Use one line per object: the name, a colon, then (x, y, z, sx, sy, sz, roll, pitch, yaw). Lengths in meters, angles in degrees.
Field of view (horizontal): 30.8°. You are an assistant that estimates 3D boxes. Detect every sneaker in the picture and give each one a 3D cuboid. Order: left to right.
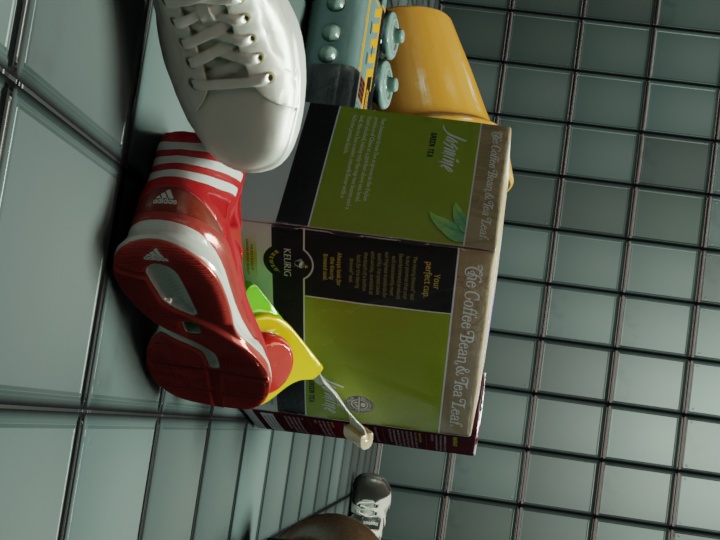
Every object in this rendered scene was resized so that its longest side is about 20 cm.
sneaker: (-0.078, -0.134, 0.620, 0.085, 0.073, 0.200, -60, 143, -64)
sneaker: (-0.080, -0.005, 0.747, 0.200, 0.078, 0.116, 90, 10, -60)
sneaker: (0.014, 0.457, 2.383, 0.089, 0.074, 0.200, -78, 173, -53)

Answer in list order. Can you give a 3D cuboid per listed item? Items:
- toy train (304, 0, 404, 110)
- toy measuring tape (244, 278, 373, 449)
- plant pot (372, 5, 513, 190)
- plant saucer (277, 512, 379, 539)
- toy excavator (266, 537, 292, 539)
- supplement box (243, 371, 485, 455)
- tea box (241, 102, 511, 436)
toy train: (-0.014, -0.185, 1.188, 0.114, 0.085, 0.200, 60, 36, -65)
toy measuring tape: (-0.061, 0.079, 0.890, 0.200, 0.074, 0.074, 54, 34, -39)
plant pot: (0.044, -0.161, 1.337, 0.200, 0.200, 0.183, 71, 12, -78)
plant saucer: (-0.049, 0.314, 1.169, 0.037, 0.200, 0.201, 24, 68, -43)
toy excavator: (-0.080, 0.259, 1.041, 0.194, 0.200, 0.100, -9, -112, 49)
supplement box: (0.005, 0.113, 1.131, 0.109, 0.200, 0.061, 80, 18, -74)
tea box: (0.000, 0.000, 0.947, 0.200, 0.197, 0.134, 93, 7, -46)
